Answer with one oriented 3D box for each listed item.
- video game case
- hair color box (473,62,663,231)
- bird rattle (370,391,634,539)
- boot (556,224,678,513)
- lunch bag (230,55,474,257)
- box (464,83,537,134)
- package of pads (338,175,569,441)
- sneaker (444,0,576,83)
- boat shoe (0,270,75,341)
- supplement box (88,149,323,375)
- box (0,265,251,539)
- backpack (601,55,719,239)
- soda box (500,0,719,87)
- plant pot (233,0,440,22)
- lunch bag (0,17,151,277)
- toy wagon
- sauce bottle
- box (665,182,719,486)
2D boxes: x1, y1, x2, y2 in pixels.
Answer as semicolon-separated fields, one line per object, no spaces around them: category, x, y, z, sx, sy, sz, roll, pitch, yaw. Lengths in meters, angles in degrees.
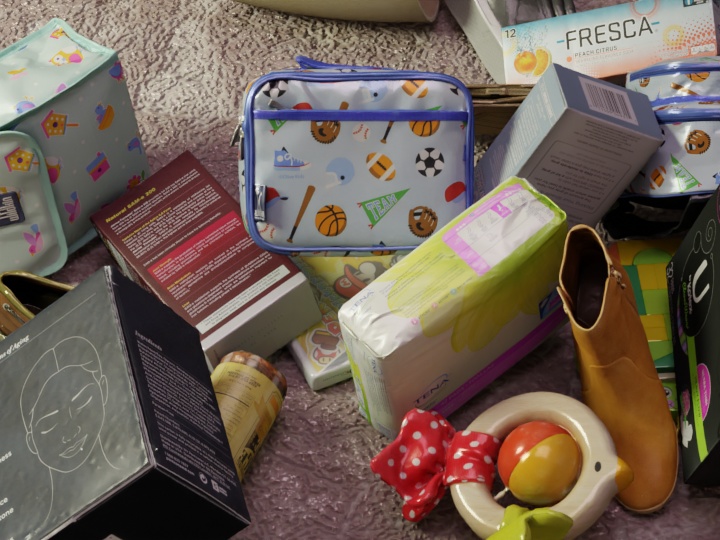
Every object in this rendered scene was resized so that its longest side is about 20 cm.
video game case;0.000;0.000;1.749;0.181;0.023;0.200;-20;50;-16
hair color box;0.151;-0.070;1.673;0.099;0.200;0.061;16;40;-26
bird rattle;0.116;0.162;1.538;0.163;0.113;0.200;-36;43;-8
boot;0.191;0.076;1.561;0.070;0.144;0.202;-14;64;14
lunch bag;-0.008;-0.093;1.640;0.199;0.161;0.076;0;6;-7
box;0.132;-0.141;1.768;0.163;0.200;0.021;1;87;11
package of pads;0.080;0.033;1.604;0.200;0.155;0.068;-38;58;-16
sneaker;0.143;-0.270;1.950;0.099;0.071;0.201;-18;67;-20
boat shoe;-0.222;0.059;1.671;0.199;0.068;0.072;18;48;16
supplement box;-0.133;-0.004;1.715;0.109;0.061;0.200;-35;52;-11
box;-0.210;0.142;1.501;0.200;0.124;0.197;-34;48;16
backpack;0.306;-0.106;1.708;0.199;0.155;0.191;-7;10;-7
soda box;0.229;-0.197;1.817;0.199;0.064;0.069;-8;76;21
plant pot;-0.038;-0.323;1.963;0.199;0.188;0.188;-6;46;14
lunch bag;-0.291;-0.092;1.744;0.122;0.171;0.200;29;54;35
toy wagon;0.254;0.055;1.677;0.154;0.040;0.201;-3;47;-1
sauce bottle;-0.124;0.155;1.582;0.066;0.066;0.200;18;56;18
box;0.322;0.053;1.565;0.124;0.149;0.201;7;58;-9
